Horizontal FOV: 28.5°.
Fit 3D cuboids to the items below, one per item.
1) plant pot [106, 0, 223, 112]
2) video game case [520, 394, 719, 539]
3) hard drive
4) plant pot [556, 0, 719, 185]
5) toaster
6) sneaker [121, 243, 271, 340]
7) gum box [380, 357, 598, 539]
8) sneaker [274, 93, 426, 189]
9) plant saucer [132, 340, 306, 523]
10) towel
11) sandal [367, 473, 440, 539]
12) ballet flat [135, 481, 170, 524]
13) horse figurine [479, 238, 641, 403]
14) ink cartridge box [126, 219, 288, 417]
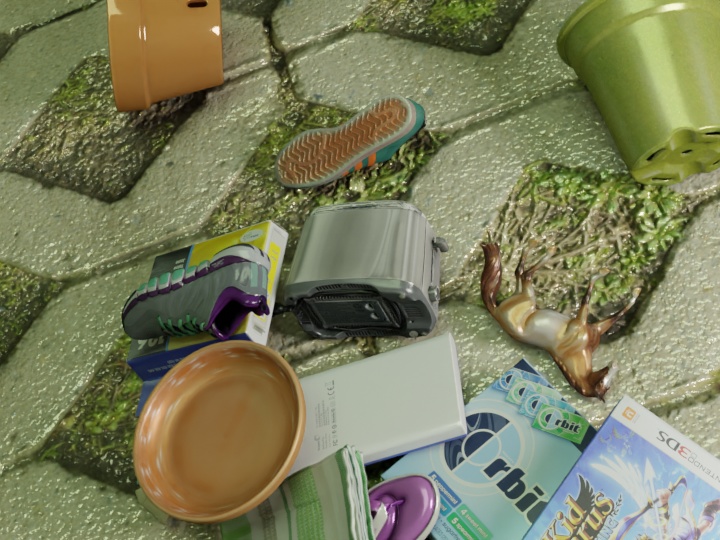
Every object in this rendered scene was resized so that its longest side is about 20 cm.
[{"bbox_3d":[-0.248,-0.308,1.825,0.140,0.200,0.201,-3,57,-5],"label":"plant pot"},{"bbox_3d":[0.273,0.252,1.370,0.181,0.045,0.200,35,72,12],"label":"video game case"},{"bbox_3d":[0.012,0.149,1.522,0.199,0.025,0.132,-18,43,13],"label":"hard drive"},{"bbox_3d":[0.341,-0.204,1.595,0.200,0.200,0.185,-16,68,6],"label":"plant pot"},{"bbox_3d":[0.000,0.000,1.599,0.199,0.114,0.130,-3,54,23],"label":"toaster"},{"bbox_3d":[-0.182,0.046,1.535,0.200,0.074,0.088,-28,51,27],"label":"sneaker"},{"bbox_3d":[0.150,0.213,1.462,0.200,0.045,0.170,-37,56,-10],"label":"gum box"},{"bbox_3d":[-0.008,-0.149,1.726,0.200,0.080,0.072,-23,76,23],"label":"sneaker"},{"bbox_3d":[-0.143,0.170,1.475,0.200,0.037,0.201,-13,57,20],"label":"plant saucer"},{"bbox_3d":[-0.068,0.278,1.435,0.200,0.031,0.150,-31,53,32],"label":"towel"},{"bbox_3d":[-0.010,0.269,1.440,0.202,0.050,0.083,-30,63,15],"label":"sandal"},{"bbox_3d":[-0.146,0.213,1.524,0.200,0.069,0.070,-29,55,10],"label":"ballet flat"},{"bbox_3d":[0.207,0.044,1.540,0.200,0.050,0.133,27,87,20],"label":"horse figurine"},{"bbox_3d":[-0.180,0.056,1.613,0.197,0.047,0.201,-15,50,37],"label":"ink cartridge box"}]
